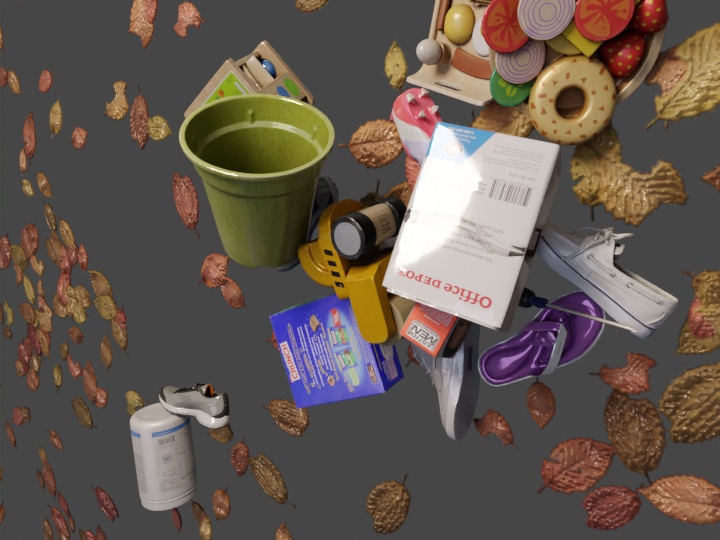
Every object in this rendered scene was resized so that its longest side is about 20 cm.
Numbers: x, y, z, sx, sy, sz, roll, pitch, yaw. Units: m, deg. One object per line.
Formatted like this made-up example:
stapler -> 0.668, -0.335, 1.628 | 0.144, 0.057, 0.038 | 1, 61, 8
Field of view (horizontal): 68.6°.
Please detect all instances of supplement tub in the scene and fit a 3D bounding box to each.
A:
supplement tub -> -0.445, 0.416, 1.200 | 0.130, 0.131, 0.205 | 3, 100, 34

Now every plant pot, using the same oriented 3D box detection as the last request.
plant pot -> -0.138, -0.112, 0.739 | 0.199, 0.199, 0.187 | 33, 140, 25

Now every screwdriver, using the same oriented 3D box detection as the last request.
screwdriver -> 0.250, 0.044, 0.668 | 0.198, 0.028, 0.029 | 15, 148, 53

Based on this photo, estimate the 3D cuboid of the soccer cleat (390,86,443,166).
soccer cleat -> 0.106, -0.161, 0.752 | 0.203, 0.066, 0.076 | 62, 156, 3

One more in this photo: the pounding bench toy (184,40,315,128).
pounding bench toy -> -0.146, -0.239, 0.862 | 0.123, 0.157, 0.200 | -33, 107, 33

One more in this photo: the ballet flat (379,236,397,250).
ballet flat -> 0.012, -0.035, 0.834 | 0.197, 0.071, 0.073 | -15, 90, 36

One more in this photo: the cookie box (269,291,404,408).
cookie box -> -0.044, 0.127, 0.895 | 0.197, 0.075, 0.175 | -19, 88, 36

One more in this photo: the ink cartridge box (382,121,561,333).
ink cartridge box -> 0.128, -0.048, 0.604 | 0.142, 0.084, 0.204 | 19, 88, 26

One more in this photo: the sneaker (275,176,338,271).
sneaker -> -0.119, -0.077, 0.901 | 0.074, 0.087, 0.202 | 45, 120, 19

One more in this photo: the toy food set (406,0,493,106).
toy food set -> 0.128, -0.328, 0.665 | 0.143, 0.060, 0.204 | 35, 127, 40

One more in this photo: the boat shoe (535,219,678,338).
boat shoe -> 0.290, -0.017, 0.633 | 0.202, 0.074, 0.087 | 45, 121, 17

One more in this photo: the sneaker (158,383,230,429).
sneaker -> -0.360, 0.279, 1.157 | 0.196, 0.074, 0.081 | 9, 95, 27

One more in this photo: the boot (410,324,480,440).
boot -> 0.123, 0.142, 0.792 | 0.094, 0.073, 0.205 | 7, 95, 40

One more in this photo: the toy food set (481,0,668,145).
toy food set -> 0.236, -0.259, 0.592 | 0.196, 0.049, 0.201 | 35, 122, -9

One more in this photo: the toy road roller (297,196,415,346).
toy road roller -> 0.000, 0.000, 0.749 | 0.144, 0.122, 0.204 | -11, 102, 39

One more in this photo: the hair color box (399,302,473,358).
hair color box -> 0.136, 0.013, 0.693 | 0.061, 0.101, 0.203 | 31, 95, 25

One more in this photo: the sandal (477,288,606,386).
sandal -> 0.239, 0.104, 0.707 | 0.203, 0.049, 0.083 | -45, 74, 32
